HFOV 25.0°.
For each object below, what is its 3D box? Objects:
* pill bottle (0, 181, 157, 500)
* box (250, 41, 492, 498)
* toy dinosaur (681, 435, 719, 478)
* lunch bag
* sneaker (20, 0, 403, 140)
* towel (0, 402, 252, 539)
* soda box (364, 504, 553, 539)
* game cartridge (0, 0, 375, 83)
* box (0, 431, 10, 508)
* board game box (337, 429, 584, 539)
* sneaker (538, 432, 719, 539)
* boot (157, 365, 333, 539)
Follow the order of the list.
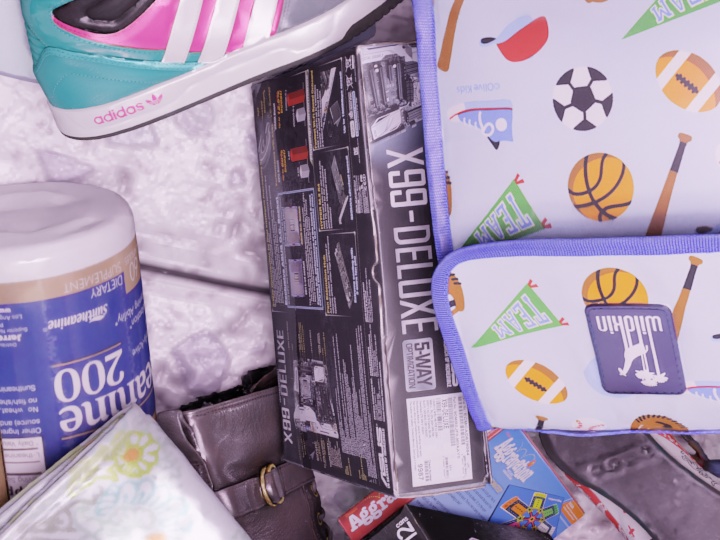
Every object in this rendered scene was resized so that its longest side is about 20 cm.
[{"bbox_3d":[-0.159,0.065,0.818,0.110,0.111,0.201,-8,112,-12],"label":"pill bottle"},{"bbox_3d":[0.000,0.000,0.781,0.049,0.158,0.201,-6,91,-21],"label":"box"},{"bbox_3d":[0.254,0.091,0.905,0.104,0.200,0.182,-19,83,-14],"label":"toy dinosaur"},{"bbox_3d":[0.117,-0.032,0.666,0.169,0.124,0.201,-2,94,24],"label":"lunch bag"},{"bbox_3d":[-0.071,-0.153,0.745,0.199,0.084,0.121,-25,124,-4],"label":"sneaker"},{"bbox_3d":[-0.107,0.186,0.744,0.171,0.048,0.200,-40,95,-20],"label":"towel"},{"bbox_3d":[0.060,0.175,0.855,0.063,0.071,0.200,-41,152,13],"label":"soda box"},{"bbox_3d":[-0.092,-0.156,0.798,0.199,0.040,0.134,-6,108,-13],"label":"game cartridge"},{"bbox_3d":[-0.238,0.064,0.787,0.021,0.163,0.201,-32,126,-51],"label":"box"},{"bbox_3d":[0.062,0.135,0.894,0.103,0.019,0.200,-37,152,1],"label":"board game box"},{"bbox_3d":[0.184,0.142,0.906,0.067,0.108,0.201,-45,76,7],"label":"sneaker"},{"bbox_3d":[-0.030,0.137,0.891,0.069,0.200,0.175,-13,85,28],"label":"boot"}]
